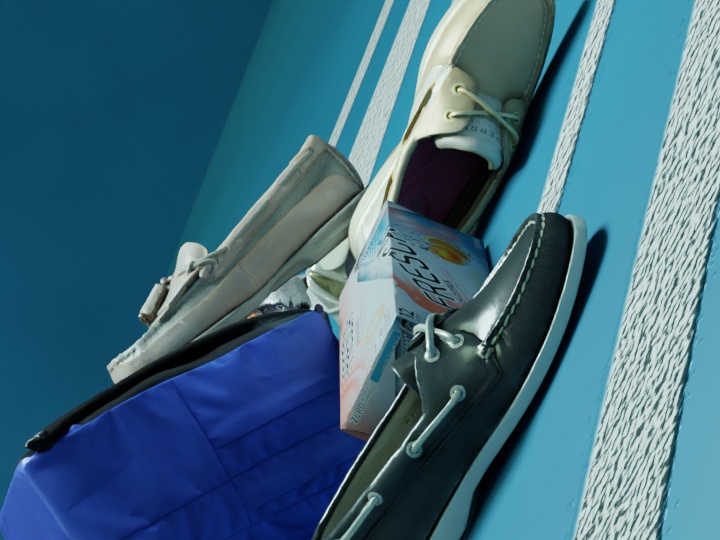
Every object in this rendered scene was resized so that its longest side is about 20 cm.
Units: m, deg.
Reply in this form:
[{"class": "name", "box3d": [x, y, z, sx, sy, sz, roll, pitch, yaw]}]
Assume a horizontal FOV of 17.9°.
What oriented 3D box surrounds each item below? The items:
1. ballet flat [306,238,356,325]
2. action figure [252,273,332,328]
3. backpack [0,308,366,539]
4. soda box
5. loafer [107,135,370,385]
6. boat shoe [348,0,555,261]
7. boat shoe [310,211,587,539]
[{"class": "ballet flat", "box3d": [0.000, 0.000, 1.455, 0.200, 0.069, 0.070, 151, 142, -77]}, {"class": "action figure", "box3d": [-0.074, 0.093, 1.554, 0.200, 0.104, 0.194, -91, 16, -79]}, {"class": "backpack", "box3d": [-0.075, 0.128, 1.254, 0.200, 0.168, 0.163, -33, -5, -23]}, {"class": "soda box", "box3d": [0.029, 0.030, 1.189, 0.200, 0.064, 0.068, -94, 29, -72]}, {"class": "loafer", "box3d": [-0.078, -0.003, 1.341, 0.200, 0.063, 0.072, -39, 2, -22]}, {"class": "boat shoe", "box3d": [0.061, -0.076, 1.296, 0.200, 0.074, 0.069, -66, 20, 13]}, {"class": "boat shoe", "box3d": [0.041, 0.058, 1.048, 0.076, 0.060, 0.200, -113, 48, -79]}]
